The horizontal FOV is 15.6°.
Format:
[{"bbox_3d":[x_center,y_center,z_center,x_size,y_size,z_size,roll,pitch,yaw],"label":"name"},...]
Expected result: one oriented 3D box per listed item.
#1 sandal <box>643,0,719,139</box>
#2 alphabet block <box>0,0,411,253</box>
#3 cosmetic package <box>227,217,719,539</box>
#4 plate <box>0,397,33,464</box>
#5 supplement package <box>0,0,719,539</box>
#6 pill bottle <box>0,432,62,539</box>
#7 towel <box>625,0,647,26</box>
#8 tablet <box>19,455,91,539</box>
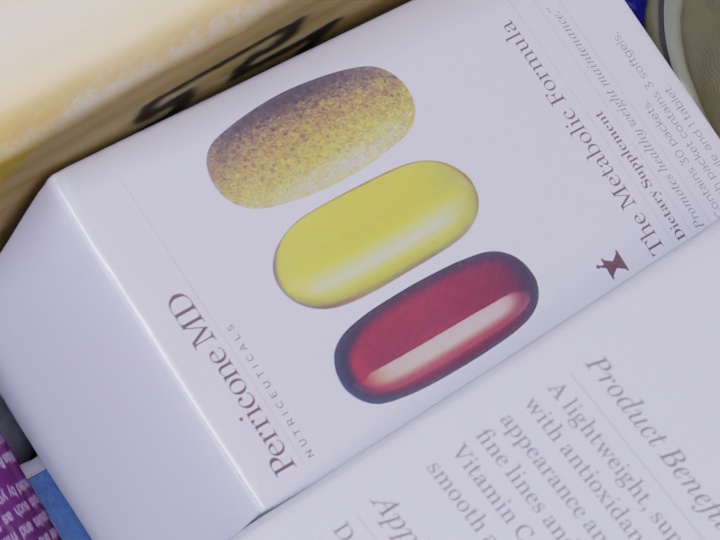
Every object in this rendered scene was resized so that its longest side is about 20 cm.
[{"bbox_3d":[0.163,-0.098,0.858,0.201,0.057,0.080,-39,102,-32],"label":"sandal"},{"bbox_3d":[-0.089,-0.125,0.777,0.200,0.196,0.196,-30,81,-20],"label":"alphabet block"},{"bbox_3d":[0.075,0.117,0.749,0.200,0.165,0.165,-30,73,-20],"label":"cosmetic package"},{"bbox_3d":[-0.214,0.036,0.789,0.200,0.032,0.200,51,53,-9],"label":"plate"},{"bbox_3d":[0.000,0.000,0.783,0.200,0.110,0.114,-29,81,-32],"label":"supplement package"},{"bbox_3d":[-0.144,0.081,0.730,0.112,0.112,0.200,-30,91,-20],"label":"pill bottle"},{"bbox_3d":[0.137,-0.118,0.911,0.147,0.050,0.200,23,68,-28],"label":"towel"},{"bbox_3d":[-0.035,0.096,0.831,0.200,0.014,0.130,-29,94,-22],"label":"tablet"}]
